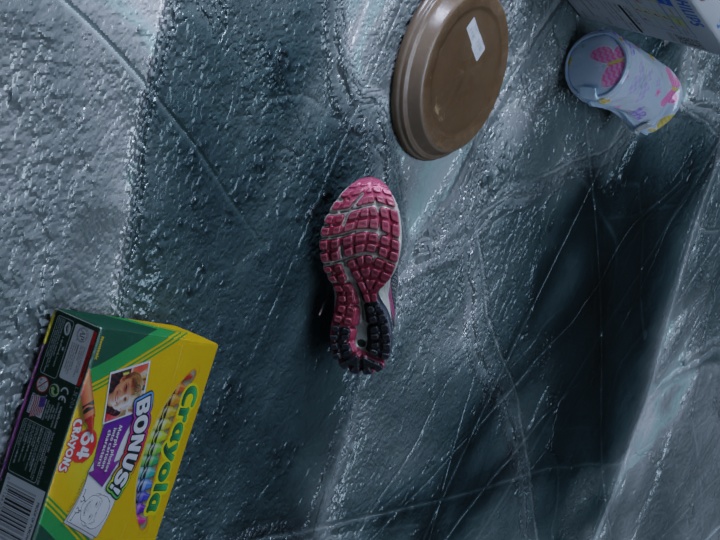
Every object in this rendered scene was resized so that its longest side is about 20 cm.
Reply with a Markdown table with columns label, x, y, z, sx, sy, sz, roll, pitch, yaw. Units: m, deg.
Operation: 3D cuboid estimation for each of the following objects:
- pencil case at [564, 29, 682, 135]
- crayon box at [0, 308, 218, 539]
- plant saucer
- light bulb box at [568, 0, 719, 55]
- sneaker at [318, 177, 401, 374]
| label | x | y | z | sx | sy | sz | roll | pitch | yaw |
| --- | --- | --- | --- | --- | --- | --- | --- | --- | --- |
| pencil case | 0.316 | -0.225 | 2.078 | 0.200 | 0.083 | 0.091 | 17 | 101 | -60 |
| crayon box | -0.215 | 0.141 | 1.452 | 0.172 | 0.058 | 0.201 | 13 | 96 | -60 |
| plant saucer | 0.098 | -0.208 | 1.787 | 0.200 | 0.029 | 0.201 | -34 | 134 | -45 |
| light bulb box | 0.319 | -0.343 | 1.895 | 0.198 | 0.199 | 0.125 | 30 | 82 | -60 |
| sneaker | 0.000 | 0.000 | 1.717 | 0.075 | 0.080 | 0.201 | -74 | 170 | -64 |
